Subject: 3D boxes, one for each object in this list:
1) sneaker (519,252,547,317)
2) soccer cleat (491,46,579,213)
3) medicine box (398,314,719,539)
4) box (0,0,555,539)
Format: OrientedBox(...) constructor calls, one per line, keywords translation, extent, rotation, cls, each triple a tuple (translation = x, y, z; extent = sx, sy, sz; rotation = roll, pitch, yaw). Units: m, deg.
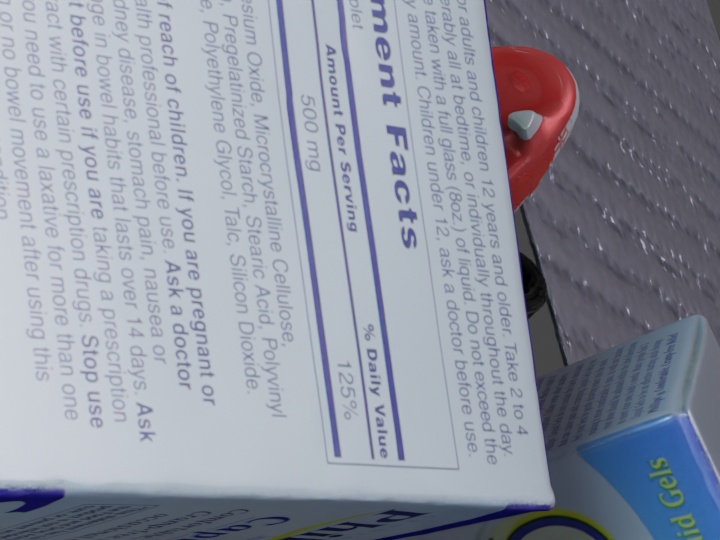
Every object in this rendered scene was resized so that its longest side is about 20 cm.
OrientedBox(translation=(0.024, 0.037, 1.016), extent=(0.071, 0.098, 0.201), rotation=(-69, 157, -61), cls="sneaker")
OrientedBox(translation=(0.000, 0.000, 0.935), extent=(0.069, 0.200, 0.085), rotation=(44, -4, 31), cls="soccer cleat")
OrientedBox(translation=(0.060, 0.143, 0.901), extent=(0.183, 0.200, 0.103), rotation=(64, 17, -10), cls="medicine box")
OrientedBox(translation=(-0.064, -0.023, 0.653), extent=(0.200, 0.105, 0.184), rotation=(7, 71, -44), cls="box")
